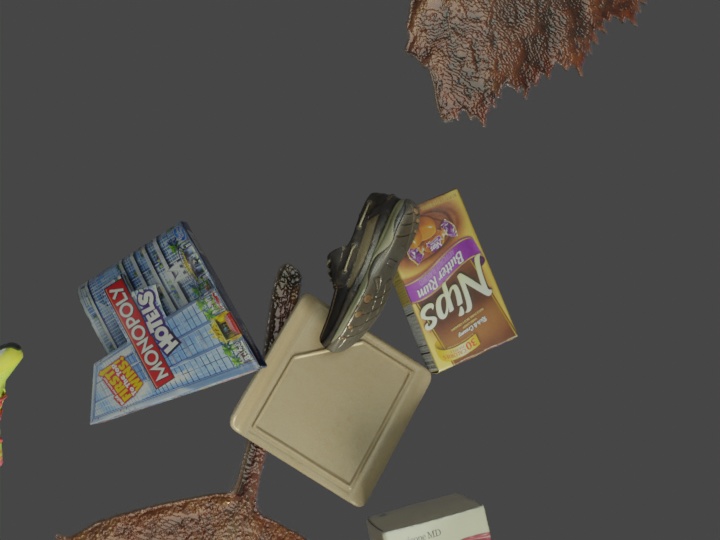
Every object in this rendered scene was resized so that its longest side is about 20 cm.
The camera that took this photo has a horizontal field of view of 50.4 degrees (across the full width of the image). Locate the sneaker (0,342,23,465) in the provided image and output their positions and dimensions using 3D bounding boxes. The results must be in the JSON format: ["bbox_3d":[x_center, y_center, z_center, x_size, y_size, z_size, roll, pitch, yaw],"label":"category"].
[{"bbox_3d":[-0.427,0.175,0.851,0.090,0.078,0.202,33,83,-11],"label":"sneaker"}]

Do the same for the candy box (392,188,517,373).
[{"bbox_3d":[0.105,0.013,0.969,0.115,0.056,0.203,-22,86,-12],"label":"candy box"}]

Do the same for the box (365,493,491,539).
[{"bbox_3d":[0.093,0.378,0.882,0.125,0.109,0.204,-11,84,-11],"label":"box"}]

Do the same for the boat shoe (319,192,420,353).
[{"bbox_3d":[0.000,0.000,0.916,0.073,0.074,0.203,27,87,25],"label":"boat shoe"}]

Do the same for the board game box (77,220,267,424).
[{"bbox_3d":[-0.242,0.077,0.883,0.198,0.062,0.202,-32,83,-2],"label":"board game box"}]

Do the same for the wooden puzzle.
[{"bbox_3d":[-0.034,0.157,0.937,0.198,0.037,0.187,33,77,-8],"label":"wooden puzzle"}]
